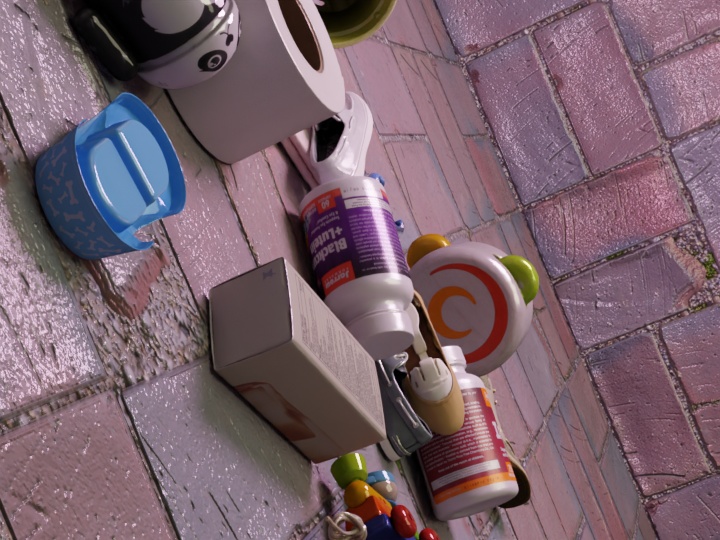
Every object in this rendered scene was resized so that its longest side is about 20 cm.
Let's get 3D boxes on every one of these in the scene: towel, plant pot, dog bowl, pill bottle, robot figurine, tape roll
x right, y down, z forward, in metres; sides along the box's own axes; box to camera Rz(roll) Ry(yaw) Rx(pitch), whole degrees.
[{"bbox_3d":[-0.093,-0.227,1.662,0.192,0.032,0.201,57,21,-34],"label":"towel"},{"bbox_3d":[-0.046,-0.436,1.871,0.202,0.199,0.184,62,4,-15],"label":"plant pot"},{"bbox_3d":[-0.205,-0.075,1.056,0.112,0.049,0.200,63,17,-15],"label":"dog bowl"},{"bbox_3d":[0.119,0.204,1.622,0.113,0.112,0.202,29,41,-65],"label":"pill bottle"},{"bbox_3d":[-0.195,-0.267,1.210,0.201,0.149,0.125,57,6,-32],"label":"robot figurine"},{"bbox_3d":[-0.122,-0.235,1.386,0.204,0.138,0.204,58,18,-31],"label":"tape roll"},{"bbox_3d":[0.000,0.000,1.516,0.111,0.110,0.202,38,33,-60],"label":"pill bottle"}]

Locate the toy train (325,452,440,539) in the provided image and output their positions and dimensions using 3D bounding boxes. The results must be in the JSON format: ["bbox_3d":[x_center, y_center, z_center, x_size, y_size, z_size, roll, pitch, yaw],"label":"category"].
[{"bbox_3d":[0.000,0.230,1.271,0.200,0.084,0.116,48,14,-49],"label":"toy train"}]

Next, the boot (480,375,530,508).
[{"bbox_3d":[0.187,0.241,1.882,0.201,0.071,0.156,55,17,-36],"label":"boot"}]

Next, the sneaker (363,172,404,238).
[{"bbox_3d":[0.016,-0.032,1.641,0.077,0.084,0.203,0,77,-73],"label":"sneaker"}]

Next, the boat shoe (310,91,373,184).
[{"bbox_3d":[-0.033,-0.177,1.635,0.069,0.071,0.201,57,29,-36],"label":"boat shoe"}]

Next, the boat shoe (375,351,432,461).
[{"bbox_3d":[0.037,0.127,1.552,0.073,0.061,0.202,37,33,-59],"label":"boat shoe"}]

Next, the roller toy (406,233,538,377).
[{"bbox_3d":[0.146,0.053,1.803,0.140,0.198,0.185,-19,122,-74],"label":"roller toy"}]

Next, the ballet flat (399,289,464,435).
[{"bbox_3d":[0.071,0.105,1.569,0.063,0.068,0.202,77,-10,-68],"label":"ballet flat"}]

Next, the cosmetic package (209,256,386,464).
[{"bbox_3d":[-0.059,0.092,1.239,0.200,0.086,0.104,52,23,-45],"label":"cosmetic package"}]
